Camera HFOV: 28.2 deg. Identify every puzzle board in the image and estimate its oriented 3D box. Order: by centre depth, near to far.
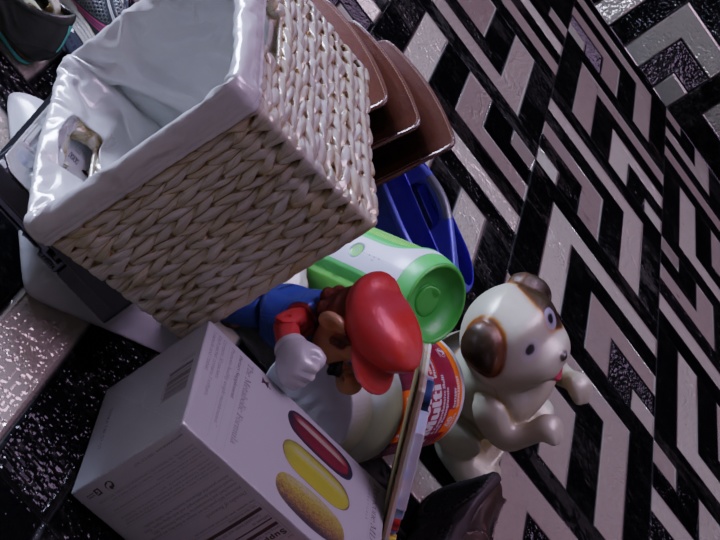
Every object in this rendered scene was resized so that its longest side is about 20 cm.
[{"bbox_3d":[0.031,0.169,1.119,0.017,0.202,0.151,13,10,1],"label":"puzzle board"}]

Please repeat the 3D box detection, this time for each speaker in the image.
[{"bbox_3d":[0.000,0.000,1.268,0.199,0.089,0.088,24,-4,45],"label":"speaker"}]

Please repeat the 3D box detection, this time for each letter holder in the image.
[{"bbox_3d":[-0.002,-0.190,1.448,0.101,0.141,0.201,70,-6,-46],"label":"letter holder"}]

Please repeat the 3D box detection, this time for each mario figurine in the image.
[{"bbox_3d":[-0.043,0.056,1.087,0.124,0.199,0.107,-55,140,-33],"label":"mario figurine"}]

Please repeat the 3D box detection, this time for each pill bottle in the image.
[{"bbox_3d":[0.004,0.108,1.238,0.199,0.109,0.110,0,61,-62],"label":"pill bottle"}]

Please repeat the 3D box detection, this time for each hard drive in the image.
[{"bbox_3d":[-0.198,-0.068,1.085,0.140,0.038,0.200,49,28,-16],"label":"hard drive"}]

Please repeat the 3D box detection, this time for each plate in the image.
[{"bbox_3d":[-0.190,-0.036,1.142,0.199,0.032,0.201,29,38,-45],"label":"plate"}]

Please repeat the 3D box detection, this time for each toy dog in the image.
[{"bbox_3d":[0.133,0.087,1.369,0.139,0.200,0.194,-34,74,-29],"label":"toy dog"}]

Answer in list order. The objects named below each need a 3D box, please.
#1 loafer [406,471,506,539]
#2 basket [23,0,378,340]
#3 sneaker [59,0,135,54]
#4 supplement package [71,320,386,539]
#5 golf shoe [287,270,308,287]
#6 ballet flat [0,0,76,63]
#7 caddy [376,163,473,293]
[{"bbox_3d":[0.086,0.247,1.291,0.071,0.073,0.200,65,29,-8],"label":"loafer"},{"bbox_3d":[-0.104,-0.095,1.011,0.161,0.199,0.199,41,30,-33],"label":"basket"},{"bbox_3d":[-0.234,-0.239,1.230,0.201,0.074,0.081,58,9,5],"label":"sneaker"},{"bbox_3d":[-0.086,0.157,1.016,0.200,0.109,0.114,46,28,-24],"label":"supplement package"},{"bbox_3d":[-0.102,-0.046,1.250,0.091,0.075,0.202,7,63,-47],"label":"golf shoe"},{"bbox_3d":[-0.301,-0.262,1.155,0.200,0.068,0.068,50,24,-15],"label":"ballet flat"},{"bbox_3d":[0.048,-0.053,1.508,0.141,0.105,0.201,14,48,-58],"label":"caddy"}]
